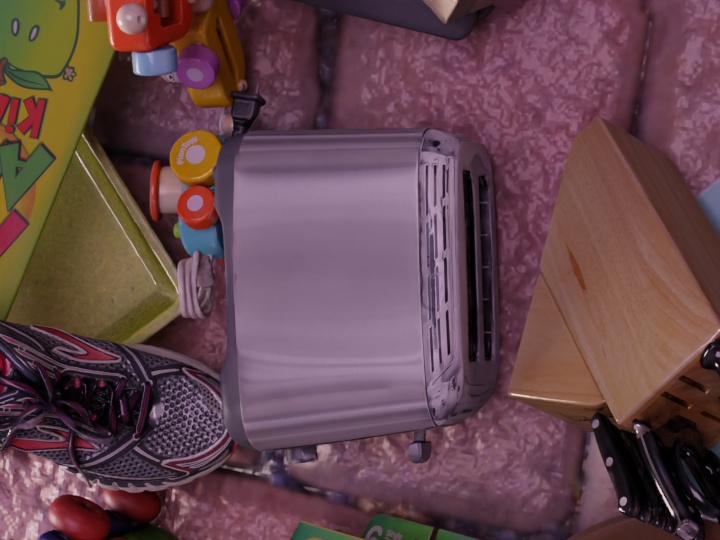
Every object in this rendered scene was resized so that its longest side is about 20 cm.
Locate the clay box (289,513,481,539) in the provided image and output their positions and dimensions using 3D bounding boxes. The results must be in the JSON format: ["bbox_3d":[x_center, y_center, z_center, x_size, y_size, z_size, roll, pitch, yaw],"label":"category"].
[{"bbox_3d":[-0.024,0.206,0.952,0.115,0.048,0.200,3,59,56],"label":"clay box"}]

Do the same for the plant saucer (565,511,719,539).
[{"bbox_3d":[0.146,0.187,0.855,0.200,0.030,0.200,-7,49,8],"label":"plant saucer"}]

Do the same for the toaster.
[{"bbox_3d":[0.000,0.000,0.979,0.129,0.114,0.201,-3,87,16],"label":"toaster"}]

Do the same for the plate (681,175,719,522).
[{"bbox_3d":[0.207,0.030,0.906,0.200,0.026,0.201,-28,47,35],"label":"plate"}]

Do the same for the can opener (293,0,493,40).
[{"bbox_3d":[-0.025,-0.174,1.011,0.200,0.053,0.067,21,128,17],"label":"can opener"}]

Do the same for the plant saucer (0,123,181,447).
[{"bbox_3d":[-0.210,-0.009,1.087,0.200,0.048,0.200,-36,78,17],"label":"plant saucer"}]

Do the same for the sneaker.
[{"bbox_3d":[-0.158,0.070,0.984,0.200,0.075,0.081,10,82,-11],"label":"sneaker"}]

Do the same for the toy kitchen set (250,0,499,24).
[{"bbox_3d":[0.006,-0.242,0.908,0.200,0.163,0.181,49,141,17],"label":"toy kitchen set"}]

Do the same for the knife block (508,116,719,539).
[{"bbox_3d":[0.160,0.029,0.881,0.175,0.064,0.200,2,72,48],"label":"knife block"}]

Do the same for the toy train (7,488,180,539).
[{"bbox_3d":[-0.127,0.178,0.977,0.116,0.200,0.085,28,99,13],"label":"toy train"}]

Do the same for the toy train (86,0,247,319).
[{"bbox_3d":[-0.103,-0.082,0.984,0.055,0.150,0.200,1,110,17],"label":"toy train"}]

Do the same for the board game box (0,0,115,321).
[{"bbox_3d":[-0.202,-0.084,1.006,0.101,0.048,0.200,20,98,-21],"label":"board game box"}]
